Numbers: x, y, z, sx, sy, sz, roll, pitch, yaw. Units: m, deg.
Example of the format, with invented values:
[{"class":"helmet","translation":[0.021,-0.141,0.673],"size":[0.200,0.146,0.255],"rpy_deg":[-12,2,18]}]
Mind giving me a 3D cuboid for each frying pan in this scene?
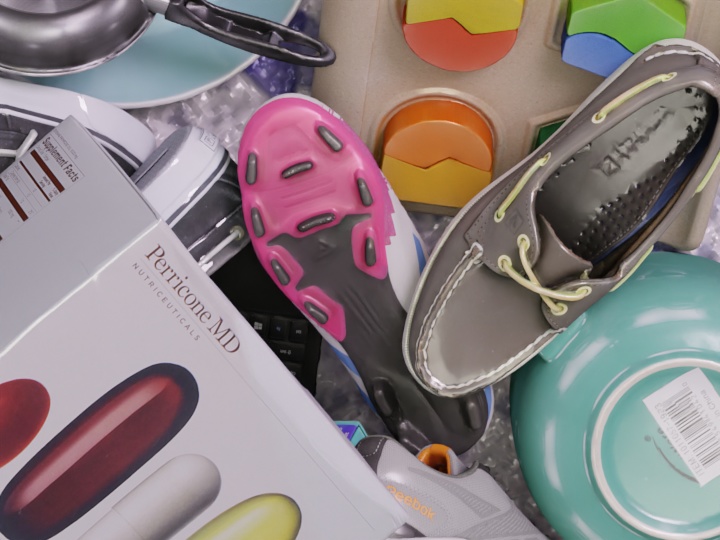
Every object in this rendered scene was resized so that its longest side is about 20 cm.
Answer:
[{"class":"frying pan","translation":[-0.117,-0.121,1.163],"size":[0.190,0.031,0.115],"rpy_deg":[35,63,12]}]

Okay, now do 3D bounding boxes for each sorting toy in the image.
[{"class":"sorting toy","translation":[0.077,-0.087,1.179],"size":[0.199,0.037,0.185],"rpy_deg":[10,134,1]}]

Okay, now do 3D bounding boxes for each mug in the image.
[{"class":"mug","translation":[0.134,0.070,1.210],"size":[0.185,0.114,0.152],"rpy_deg":[9,99,-1]}]

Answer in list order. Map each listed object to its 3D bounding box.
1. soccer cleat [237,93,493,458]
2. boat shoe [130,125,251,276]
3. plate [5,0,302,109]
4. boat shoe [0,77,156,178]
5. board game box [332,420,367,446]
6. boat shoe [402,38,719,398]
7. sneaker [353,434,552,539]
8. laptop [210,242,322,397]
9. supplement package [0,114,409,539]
[{"class":"soccer cleat","translation":[0.000,0.000,1.210],"size":[0.070,0.086,0.200],"rpy_deg":[-25,108,10]},{"class":"boat shoe","translation":[-0.120,0.024,1.187],"size":[0.071,0.072,0.200],"rpy_deg":[43,90,-12]},{"class":"plate","translation":[-0.115,-0.179,1.219],"size":[0.200,0.026,0.201],"rpy_deg":[0,100,1]},{"class":"boat shoe","translation":[-0.178,-0.053,1.169],"size":[0.073,0.199,0.068],"rpy_deg":[-11,72,39]},{"class":"board game box","translation":[-0.025,0.193,1.176],"size":[0.045,0.200,0.152],"rpy_deg":[-1,134,36]},{"class":"boat shoe","translation":[0.091,-0.019,1.131],"size":[0.072,0.060,0.202],"rpy_deg":[40,101,-8]},{"class":"sneaker","translation":[0.057,0.128,1.197],"size":[0.074,0.200,0.080],"rpy_deg":[-10,69,32]},{"class":"laptop","translation":[-0.112,0.073,1.219],"size":[0.177,0.103,0.200],"rpy_deg":[8,104,-1]},{"class":"supplement package","translation":[-0.126,0.082,1.089],"size":[0.200,0.147,0.191],"rpy_deg":[-41,119,-3]}]
